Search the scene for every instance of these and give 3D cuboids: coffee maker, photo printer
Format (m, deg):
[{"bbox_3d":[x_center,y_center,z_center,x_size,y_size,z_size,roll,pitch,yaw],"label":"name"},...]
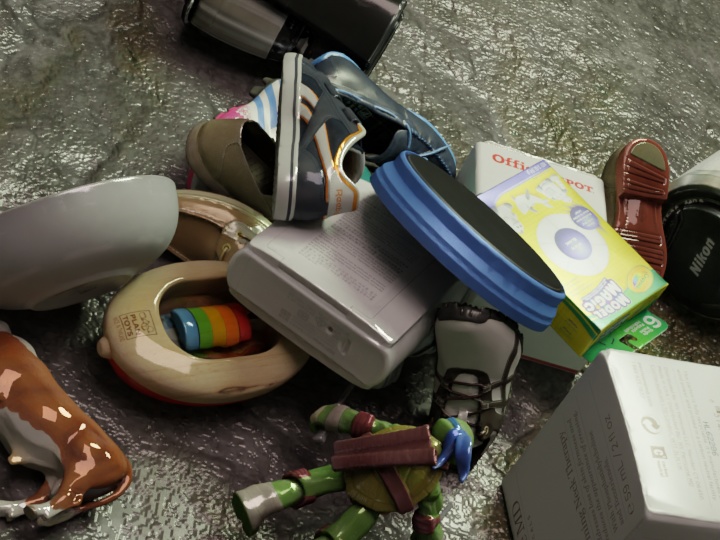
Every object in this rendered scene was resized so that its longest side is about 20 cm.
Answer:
[{"bbox_3d":[-0.054,-0.284,1.789,0.199,0.192,0.135,29,27,-4],"label":"coffee maker"},{"bbox_3d":[0.000,0.000,1.538,0.166,0.070,0.200,34,37,10],"label":"photo printer"}]

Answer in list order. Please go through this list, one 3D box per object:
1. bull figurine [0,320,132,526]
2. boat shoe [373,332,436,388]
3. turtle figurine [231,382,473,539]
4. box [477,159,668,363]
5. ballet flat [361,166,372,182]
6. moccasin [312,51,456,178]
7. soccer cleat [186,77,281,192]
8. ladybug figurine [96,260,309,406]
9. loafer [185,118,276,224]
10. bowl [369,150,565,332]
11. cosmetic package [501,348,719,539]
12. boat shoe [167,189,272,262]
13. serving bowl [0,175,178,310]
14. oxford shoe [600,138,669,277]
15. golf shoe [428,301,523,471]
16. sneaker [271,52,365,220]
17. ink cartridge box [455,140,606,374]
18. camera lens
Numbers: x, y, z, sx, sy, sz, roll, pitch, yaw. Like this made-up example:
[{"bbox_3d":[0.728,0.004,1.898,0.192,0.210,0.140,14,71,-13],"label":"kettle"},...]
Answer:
[{"bbox_3d":[-0.271,0.117,1.393,0.200,0.065,0.121,40,48,13],"label":"bull figurine"},{"bbox_3d":[0.052,0.038,1.634,0.071,0.070,0.201,20,40,-2],"label":"boat shoe"},{"bbox_3d":[-0.003,0.187,1.456,0.193,0.200,0.144,-27,109,-17],"label":"turtle figurine"},{"bbox_3d":[0.196,-0.004,1.650,0.200,0.048,0.117,48,47,14],"label":"box"},{"bbox_3d":[0.002,-0.070,1.701,0.199,0.069,0.070,22,43,-23],"label":"ballet flat"},{"bbox_3d":[0.016,-0.129,1.743,0.200,0.080,0.068,35,32,-28],"label":"moccasin"},{"bbox_3d":[-0.092,-0.124,1.701,0.086,0.070,0.200,24,40,13],"label":"soccer cleat"},{"bbox_3d":[-0.135,0.060,1.510,0.199,0.072,0.136,-2,56,-31],"label":"ladybug figurine"},{"bbox_3d":[-0.073,-0.067,1.624,0.200,0.068,0.076,40,52,-27],"label":"loafer"},{"bbox_3d":[0.096,-0.029,1.524,0.200,0.039,0.201,39,11,-9],"label":"bowl"},{"bbox_3d":[0.246,0.199,1.496,0.166,0.200,0.168,9,47,-22],"label":"cosmetic package"},{"bbox_3d":[-0.103,-0.007,1.591,0.199,0.074,0.067,24,38,-7],"label":"boat shoe"},{"bbox_3d":[-0.237,-0.012,1.450,0.200,0.200,0.066,-14,82,-37],"label":"serving bowl"},{"bbox_3d":[0.266,-0.030,1.795,0.070,0.075,0.201,17,77,-18],"label":"oxford shoe"},{"bbox_3d":[0.097,0.103,1.516,0.077,0.200,0.095,8,58,13],"label":"golf shoe"},{"bbox_3d":[-0.037,-0.114,1.546,0.079,0.079,0.201,3,44,-5],"label":"sneaker"},{"bbox_3d":[0.164,-0.015,1.735,0.144,0.084,0.201,17,46,-14],"label":"ink cartridge box"},{"bbox_3d":[0.404,-0.051,1.843,0.160,0.160,0.200,45,45,15],"label":"camera lens"}]
